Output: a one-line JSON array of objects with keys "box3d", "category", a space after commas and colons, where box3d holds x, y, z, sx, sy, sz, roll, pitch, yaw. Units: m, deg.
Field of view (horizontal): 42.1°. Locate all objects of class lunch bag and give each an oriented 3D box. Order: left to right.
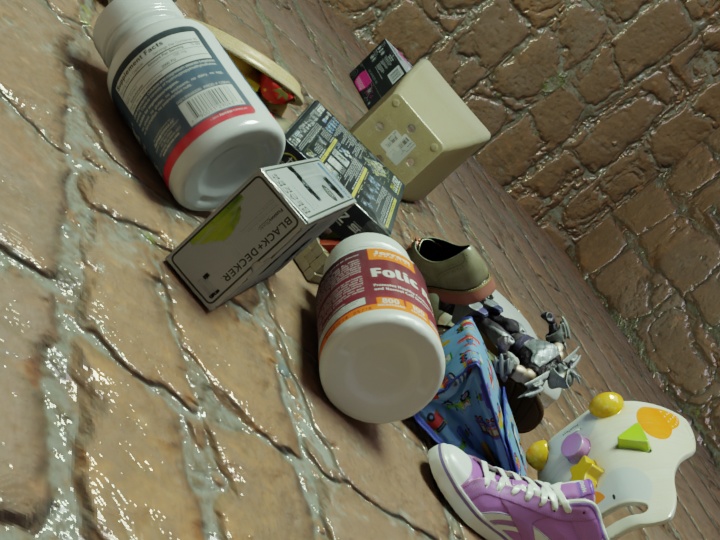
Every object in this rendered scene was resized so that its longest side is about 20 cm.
[{"box3d": [0.131, 0.175, 1.026, 0.201, 0.094, 0.151, 59, 11, -12], "category": "lunch bag"}]

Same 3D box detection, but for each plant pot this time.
[{"box3d": [0.089, -0.248, 1.735, 0.200, 0.200, 0.177, 50, 26, 2], "category": "plant pot"}]

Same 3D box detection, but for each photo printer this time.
[{"box3d": [0.226, 0.114, 1.439, 0.166, 0.069, 0.200, 42, 17, -27], "category": "photo printer"}]

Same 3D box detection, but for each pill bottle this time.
[{"box3d": [-0.170, -0.167, 0.892, 0.200, 0.120, 0.119, 55, 16, 20], "category": "pill bottle"}, {"box3d": [0.014, 0.046, 0.905, 0.114, 0.114, 0.200, 43, 16, -21], "category": "pill bottle"}]

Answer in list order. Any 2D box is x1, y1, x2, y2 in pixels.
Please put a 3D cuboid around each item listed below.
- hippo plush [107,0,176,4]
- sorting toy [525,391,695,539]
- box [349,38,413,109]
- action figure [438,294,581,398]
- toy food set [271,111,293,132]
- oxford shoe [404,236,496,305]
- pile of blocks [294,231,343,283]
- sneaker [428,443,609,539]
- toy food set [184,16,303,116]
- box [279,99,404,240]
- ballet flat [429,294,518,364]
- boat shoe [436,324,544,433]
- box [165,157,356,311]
[{"box3d": [-0.271, -0.375, 1.151, 0.200, 0.159, 0.161, 35, 45, 3], "category": "hippo plush"}, {"box3d": [0.267, 0.242, 1.010, 0.107, 0.200, 0.180, 42, 20, -15], "category": "sorting toy"}, {"box3d": [0.078, -0.447, 2.275, 0.115, 0.132, 0.200, 35, 20, -38], "category": "box"}, {"box3d": [0.186, 0.082, 1.135, 0.200, 0.070, 0.130, 37, 34, 31], "category": "action figure"}, {"box3d": [-0.114, -0.129, 1.108, 0.200, 0.060, 0.144, 20, 35, -49], "category": "toy food set"}, {"box3d": [0.074, -0.012, 1.126, 0.070, 0.199, 0.075, -41, 120, -36], "category": "oxford shoe"}, {"box3d": [0.000, 0.000, 1.082, 0.200, 0.062, 0.082, 37, 19, -42], "category": "pile of blocks"}, {"box3d": [0.163, 0.218, 0.918, 0.200, 0.114, 0.073, 44, 17, -16], "category": "sneaker"}, {"box3d": [-0.161, -0.248, 1.149, 0.197, 0.049, 0.200, 29, 0, -23], "category": "toy food set"}, {"box3d": [-0.025, -0.112, 1.094, 0.161, 0.049, 0.200, 41, 21, -9], "category": "box"}, {"box3d": [0.158, 0.103, 1.284, 0.200, 0.067, 0.064, 49, 22, 0], "category": "ballet flat"}, {"box3d": [0.158, 0.131, 1.198, 0.202, 0.075, 0.075, 41, 11, -27], "category": "boat shoe"}, {"box3d": [-0.081, -0.039, 0.839, 0.060, 0.117, 0.200, 49, 16, 0], "category": "box"}]
